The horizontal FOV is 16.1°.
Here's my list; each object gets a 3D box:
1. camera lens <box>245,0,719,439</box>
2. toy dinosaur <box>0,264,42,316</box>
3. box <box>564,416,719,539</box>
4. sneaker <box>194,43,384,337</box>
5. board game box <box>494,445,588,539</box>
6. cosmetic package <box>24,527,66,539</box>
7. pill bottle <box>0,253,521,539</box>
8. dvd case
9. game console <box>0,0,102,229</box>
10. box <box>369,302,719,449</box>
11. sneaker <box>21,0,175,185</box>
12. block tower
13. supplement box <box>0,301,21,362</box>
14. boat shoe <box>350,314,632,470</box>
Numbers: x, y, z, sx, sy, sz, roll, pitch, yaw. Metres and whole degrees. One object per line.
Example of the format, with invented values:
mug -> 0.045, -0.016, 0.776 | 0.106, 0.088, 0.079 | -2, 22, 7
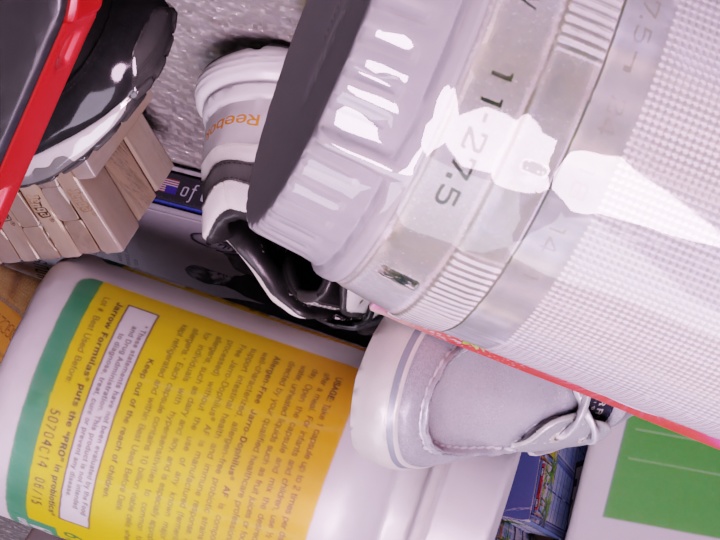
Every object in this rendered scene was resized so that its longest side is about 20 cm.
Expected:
camera lens -> 0.085, -0.044, 0.747 | 0.200, 0.160, 0.160 | 21, 158, -9
toy dinosaur -> -0.133, 0.023, 1.163 | 0.200, 0.060, 0.106 | 27, 149, 10
box -> 0.194, 0.155, 1.123 | 0.199, 0.172, 0.200 | 10, 157, 15
sneaker -> 0.000, 0.000, 0.989 | 0.074, 0.080, 0.200 | -21, 137, 33
board game box -> 0.069, 0.117, 1.149 | 0.062, 0.200, 0.200 | 8, 171, 18
cosmetic package -> -0.065, 0.193, 1.132 | 0.165, 0.200, 0.165 | 0, 115, 16
pill bottle -> -0.042, 0.075, 1.018 | 0.200, 0.113, 0.113 | 18, 158, 6
dvd case -> -0.073, -0.004, 1.134 | 0.200, 0.025, 0.150 | 15, 158, 6
game console -> -0.195, -0.072, 0.877 | 0.177, 0.031, 0.200 | 29, 115, 2
box -> 0.118, -0.007, 0.891 | 0.200, 0.103, 0.095 | 21, 159, -14
sneaker -> -0.159, -0.082, 0.931 | 0.200, 0.076, 0.088 | -5, 144, 43
block tower -> -0.170, -0.036, 1.043 | 0.200, 0.054, 0.058 | -6, 128, 33
supplement box -> -0.200, 0.039, 1.214 | 0.200, 0.067, 0.069 | 44, 149, -22
boat shoe -> 0.071, 0.034, 0.961 | 0.071, 0.070, 0.201 | 14, -163, 30
